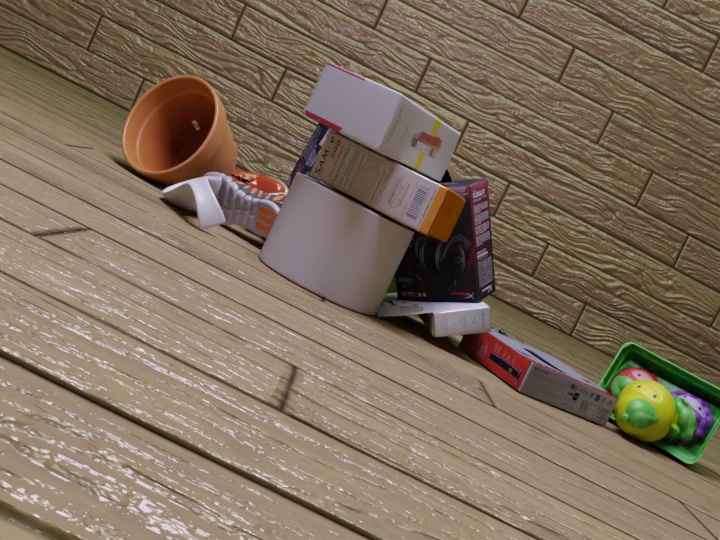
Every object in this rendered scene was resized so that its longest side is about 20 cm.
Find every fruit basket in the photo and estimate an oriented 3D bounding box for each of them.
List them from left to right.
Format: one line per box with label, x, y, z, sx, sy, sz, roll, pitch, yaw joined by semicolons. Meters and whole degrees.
fruit basket;0.481;0.217;1.410;0.214;0.156;0.216;35;-10;7

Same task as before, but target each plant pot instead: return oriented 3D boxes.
plant pot;-0.314;-0.229;1.571;0.199;0.202;0.140;29;-11;31

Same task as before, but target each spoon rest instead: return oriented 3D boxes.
spoon rest;-0.252;-0.120;1.334;0.098;0.062;0.200;-17;23;-16

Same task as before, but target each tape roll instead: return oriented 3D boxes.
tape roll;-0.035;-0.041;1.292;0.200;0.141;0.203;26;6;-3

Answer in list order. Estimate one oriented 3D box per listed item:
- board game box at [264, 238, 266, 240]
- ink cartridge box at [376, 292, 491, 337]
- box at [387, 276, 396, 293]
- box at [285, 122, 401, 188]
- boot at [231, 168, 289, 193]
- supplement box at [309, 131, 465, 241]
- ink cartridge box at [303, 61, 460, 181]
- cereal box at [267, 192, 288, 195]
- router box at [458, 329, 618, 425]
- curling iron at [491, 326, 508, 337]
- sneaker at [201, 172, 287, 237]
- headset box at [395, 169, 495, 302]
board game box;-0.090;-0.061;1.485;0.133;0.035;0.200;-3;15;-16
ink cartridge box;0.105;0.067;1.382;0.170;0.044;0.200;-6;8;-3
box;0.000;0.000;1.579;0.198;0.048;0.122;24;6;-22
box;-0.006;-0.141;1.450;0.198;0.133;0.115;30;1;-25
boot;-0.250;-0.178;1.820;0.197;0.076;0.107;12;-4;15
supplement box;0.041;-0.120;1.254;0.198;0.074;0.126;29;6;19
ink cartridge box;0.036;-0.212;1.250;0.144;0.084;0.199;29;7;31
cereal box;-0.119;-0.125;1.597;0.141;0.040;0.200;-1;5;0
router box;0.280;0.162;1.372;0.198;0.049;0.179;24;6;-30
curling iron;0.188;0.100;1.620;0.197;0.026;0.050;24;42;14
sneaker;-0.174;-0.106;1.438;0.198;0.079;0.111;30;21;28
headset box;0.128;-0.059;1.367;0.147;0.204;0.077;2;14;31
